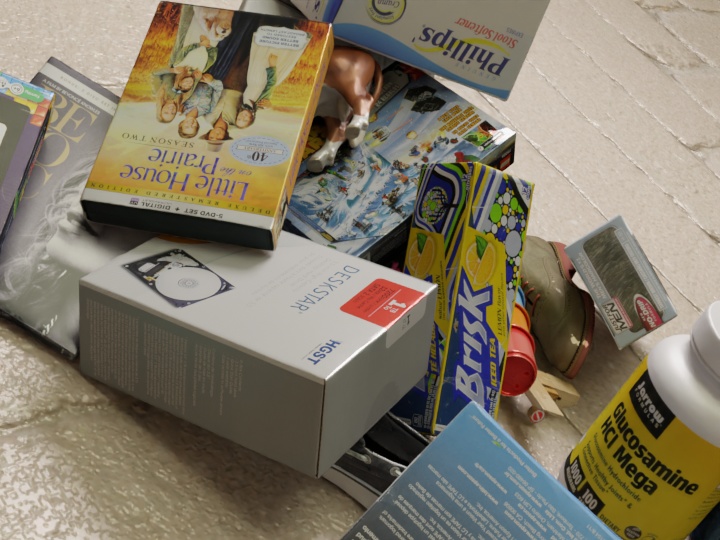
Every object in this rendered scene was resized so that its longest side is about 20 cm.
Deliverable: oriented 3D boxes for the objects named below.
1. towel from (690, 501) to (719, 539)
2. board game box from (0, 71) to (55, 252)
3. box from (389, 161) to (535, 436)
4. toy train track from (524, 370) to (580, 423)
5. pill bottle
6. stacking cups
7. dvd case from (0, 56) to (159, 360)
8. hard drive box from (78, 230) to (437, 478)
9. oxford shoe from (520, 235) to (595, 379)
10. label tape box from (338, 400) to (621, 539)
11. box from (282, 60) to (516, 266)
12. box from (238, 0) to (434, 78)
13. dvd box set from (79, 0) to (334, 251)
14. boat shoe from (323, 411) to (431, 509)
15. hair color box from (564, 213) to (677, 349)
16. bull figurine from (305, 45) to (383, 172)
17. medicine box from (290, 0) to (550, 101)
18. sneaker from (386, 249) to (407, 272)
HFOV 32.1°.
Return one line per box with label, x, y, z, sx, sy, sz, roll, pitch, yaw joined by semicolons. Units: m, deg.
towel;0.303;0.165;1.042;0.048;0.113;0.201;15;35;-6
board game box;-0.325;-0.078;0.836;0.197;0.057;0.168;21;59;-14
box;0.073;0.024;0.946;0.069;0.204;0.064;14;-7;-39
toy train track;0.098;0.085;1.039;0.198;0.033;0.115;21;22;-29
pill bottle;0.247;0.125;0.966;0.111;0.201;0.113;21;33;-14
stacking cups;0.111;0.036;1.047;0.060;0.061;0.201;25;23;-10
dvd case;-0.217;-0.051;0.909;0.147;0.016;0.201;30;57;-1
hard drive box;-0.069;0.041;0.862;0.197;0.078;0.156;19;31;23
oxford shoe;0.164;0.030;1.154;0.074;0.071;0.201;19;24;-13
label tape box;0.056;0.208;0.800;0.144;0.063;0.200;42;75;17
box;0.012;-0.082;1.019;0.199;0.040;0.136;-37;59;-25
box;-0.038;-0.186;1.206;0.198;0.132;0.200;25;33;-11
dvd box set;-0.109;-0.113;0.929;0.144;0.030;0.202;9;57;8
boat shoe;-0.008;0.113;0.891;0.199;0.068;0.072;36;32;7
hair color box;0.242;0.011;1.148;0.100;0.060;0.200;61;12;8
bull figurine;-0.079;-0.141;1.005;0.196;0.066;0.123;-4;53;1
medicine box;0.039;-0.249;1.095;0.180;0.104;0.200;15;19;-26
sneaker;0.000;0.000;1.034;0.197;0.074;0.088;16;47;3
